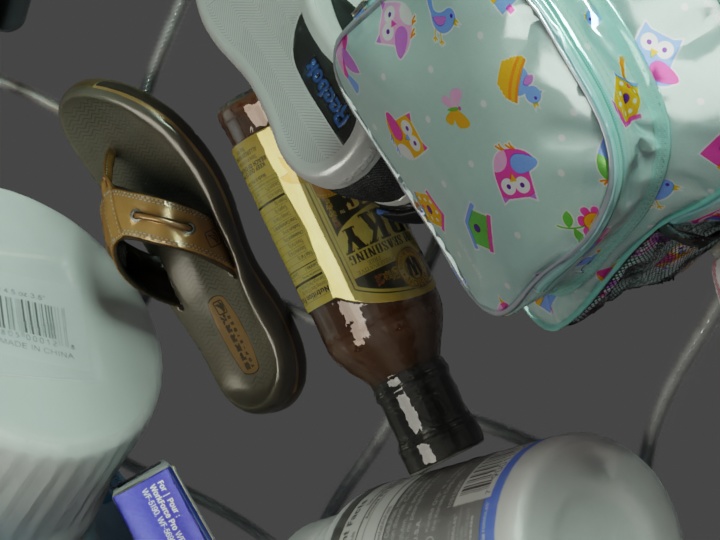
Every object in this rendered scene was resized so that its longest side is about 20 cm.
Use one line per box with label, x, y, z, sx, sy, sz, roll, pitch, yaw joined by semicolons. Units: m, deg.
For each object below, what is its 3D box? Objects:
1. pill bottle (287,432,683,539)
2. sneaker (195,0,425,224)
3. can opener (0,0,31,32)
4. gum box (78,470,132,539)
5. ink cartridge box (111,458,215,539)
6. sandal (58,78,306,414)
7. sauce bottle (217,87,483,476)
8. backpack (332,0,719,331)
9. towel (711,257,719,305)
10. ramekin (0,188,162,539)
pill bottle;0.050;0.150;1.409;0.200;0.114;0.114;-21;97;49
sneaker;-0.007;-0.098;1.363;0.073;0.112;0.200;-37;50;22
can opener;-0.163;-0.185;1.479;0.067;0.053;0.200;43;136;20
gum box;-0.220;0.122;1.592;0.170;0.200;0.045;48;121;14
ink cartridge box;-0.092;0.149;1.525;0.100;0.039;0.200;61;173;1
sandal;-0.100;-0.009;1.512;0.082;0.055;0.200;-24;94;48
sauce bottle;0.000;0.000;1.403;0.065;0.065;0.201;-28;87;48
backpack;0.100;-0.086;1.206;0.200;0.153;0.176;-39;77;41
towel;0.205;0.010;1.185;0.200;0.030;0.147;-49;38;47
ramekin;-0.201;0.049;1.544;0.201;0.200;0.098;50;129;11
